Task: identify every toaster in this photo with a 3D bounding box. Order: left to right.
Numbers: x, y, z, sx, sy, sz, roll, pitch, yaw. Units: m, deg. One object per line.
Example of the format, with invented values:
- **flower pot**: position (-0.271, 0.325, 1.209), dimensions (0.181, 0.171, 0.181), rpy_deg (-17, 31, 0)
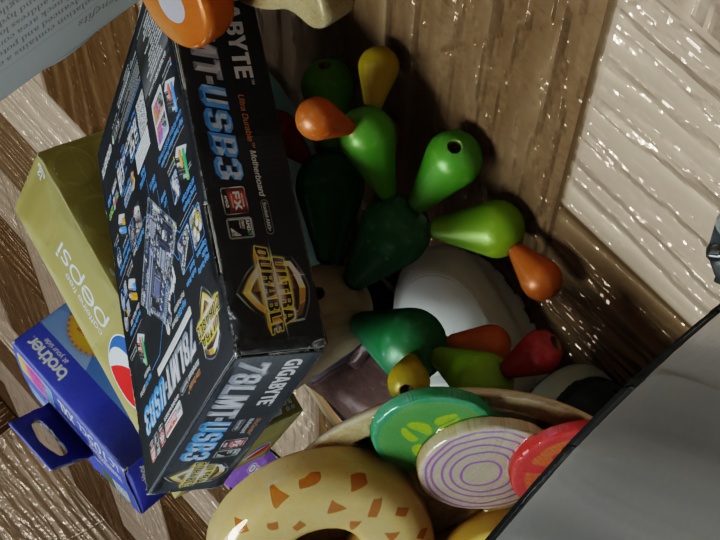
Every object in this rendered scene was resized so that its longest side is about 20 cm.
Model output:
- **toaster**: position (0.143, 0.120, 0.584), dimensions (0.118, 0.181, 0.201), rpy_deg (16, 141, 52)

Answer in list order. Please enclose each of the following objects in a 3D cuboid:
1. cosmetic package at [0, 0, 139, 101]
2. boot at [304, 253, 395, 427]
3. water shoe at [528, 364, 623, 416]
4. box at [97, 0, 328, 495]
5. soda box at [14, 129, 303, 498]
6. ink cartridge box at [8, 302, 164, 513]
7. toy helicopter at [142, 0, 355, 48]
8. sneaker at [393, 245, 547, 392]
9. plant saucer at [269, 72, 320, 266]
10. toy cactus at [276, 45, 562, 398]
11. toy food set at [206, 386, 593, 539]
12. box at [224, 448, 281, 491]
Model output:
- **cosmetic package**: position (-0.200, -0.211, 0.801), dimensions (0.166, 0.167, 0.200), rpy_deg (45, 160, 15)
- **boot**: position (-0.025, 0.016, 0.991), dimensions (0.200, 0.072, 0.166), rpy_deg (48, 154, 5)
- **water shoe**: position (0.130, 0.140, 0.804), dimensions (0.079, 0.071, 0.201), rpy_deg (41, 160, 55)
- **box**: position (-0.081, -0.016, 0.802), dimensions (0.200, 0.049, 0.200), rpy_deg (124, 136, -60)
- **soda box**: position (-0.117, 0.020, 0.930), dimensions (0.201, 0.067, 0.064), rpy_deg (58, 145, 14)
- **ink cartridge box**: position (-0.145, 0.070, 1.142), dimensions (0.136, 0.200, 0.077), rpy_deg (42, 160, 25)
- **toy helicopter**: position (-0.020, -0.158, 0.656), dimensions (0.199, 0.079, 0.133), rpy_deg (16, 133, 44)
- **sneaker**: position (0.049, 0.089, 0.809), dimensions (0.076, 0.080, 0.202), rpy_deg (-4, 102, 26)
- **plant saucer**: position (-0.090, -0.039, 0.954), dimensions (0.200, 0.038, 0.203), rpy_deg (29, 130, 42)
- **toy cactus**: position (0.000, 0.000, 0.767), dimensions (0.165, 0.102, 0.201), rpy_deg (-48, 67, 33)
- **toy food set**: position (0.047, 0.131, 0.726), dimensions (0.201, 0.197, 0.049), rpy_deg (56, -163, -28)
- **box**: position (0.012, 0.196, 1.026), dimensions (0.200, 0.039, 0.137), rpy_deg (45, 173, -33)
